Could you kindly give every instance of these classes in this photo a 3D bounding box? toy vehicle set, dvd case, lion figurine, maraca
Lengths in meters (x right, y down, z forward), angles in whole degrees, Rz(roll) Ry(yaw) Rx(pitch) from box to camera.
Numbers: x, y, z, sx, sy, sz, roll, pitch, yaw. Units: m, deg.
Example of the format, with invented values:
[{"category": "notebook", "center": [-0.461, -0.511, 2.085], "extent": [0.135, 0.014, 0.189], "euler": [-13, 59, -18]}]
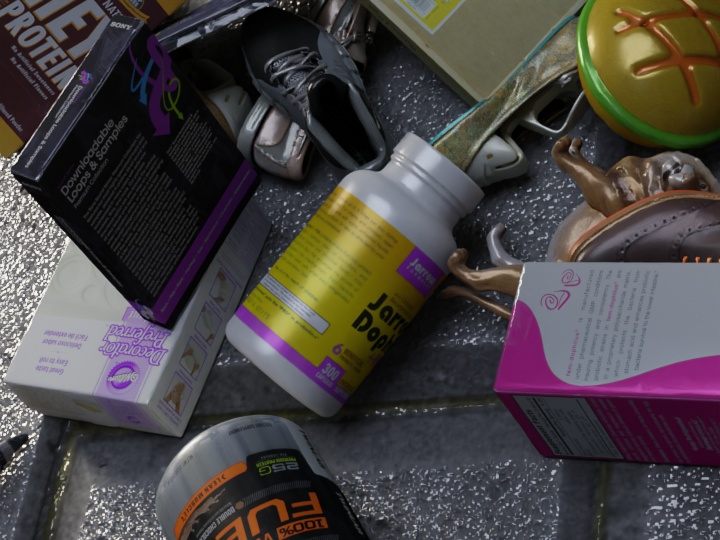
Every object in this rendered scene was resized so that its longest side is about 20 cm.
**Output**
[{"category": "toy vehicle set", "center": [0.067, -0.235, 1.528], "extent": [0.200, 0.027, 0.124], "euler": [44, 81, 6]}, {"category": "dvd case", "center": [-0.110, -0.216, 1.595], "extent": [0.148, 0.016, 0.200], "euler": [-25, 11, 1]}, {"category": "lion figurine", "center": [0.158, -0.017, 1.376], "extent": [0.122, 0.072, 0.200], "euler": [44, 99, 14]}, {"category": "maraca", "center": [0.225, -0.169, 1.415], "extent": [0.107, 0.137, 0.201], "euler": [-51, 14, 50]}]

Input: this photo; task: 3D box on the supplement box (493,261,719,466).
[{"category": "supplement box", "center": [0.202, 0.061, 1.269], "extent": [0.199, 0.103, 0.102], "euler": [2, 59, 27]}]

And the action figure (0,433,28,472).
[{"category": "action figure", "center": [-0.323, 0.189, 1.462], "extent": [0.200, 0.104, 0.194], "euler": [-7, 56, 54]}]

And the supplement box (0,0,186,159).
[{"category": "supplement box", "center": [-0.274, -0.217, 1.643], "extent": [0.200, 0.133, 0.197], "euler": [-42, 15, -4]}]

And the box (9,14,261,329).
[{"category": "box", "center": [-0.159, -0.069, 1.413], "extent": [0.036, 0.200, 0.143], "euler": [17, 66, 34]}]

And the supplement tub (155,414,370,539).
[{"category": "supplement tub", "center": [-0.050, 0.203, 1.289], "extent": [0.122, 0.123, 0.200], "euler": [-35, 49, 1]}]

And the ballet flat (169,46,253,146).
[{"category": "ballet flat", "center": [-0.132, -0.137, 1.614], "extent": [0.072, 0.068, 0.200], "euler": [-28, 38, -9]}]

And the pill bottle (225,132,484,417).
[{"category": "pill bottle", "center": [0.000, 0.000, 1.402], "extent": [0.200, 0.104, 0.104], "euler": [-51, 49, -1]}]

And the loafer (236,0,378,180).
[{"category": "loafer", "center": [-0.024, -0.162, 1.579], "extent": [0.063, 0.072, 0.201], "euler": [28, 79, 21]}]

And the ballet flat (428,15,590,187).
[{"category": "ballet flat", "center": [0.119, -0.110, 1.464], "extent": [0.200, 0.071, 0.071], "euler": [-43, 49, -5]}]

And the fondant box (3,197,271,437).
[{"category": "fondant box", "center": [-0.174, 0.023, 1.526], "extent": [0.144, 0.058, 0.201], "euler": [6, 62, 30]}]

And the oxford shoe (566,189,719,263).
[{"category": "oxford shoe", "center": [0.236, -0.012, 1.298], "extent": [0.199, 0.072, 0.073], "euler": [-12, 24, 12]}]

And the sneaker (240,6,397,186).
[{"category": "sneaker", "center": [-0.031, -0.143, 1.481], "extent": [0.075, 0.116, 0.200], "euler": [-38, 72, -2]}]
